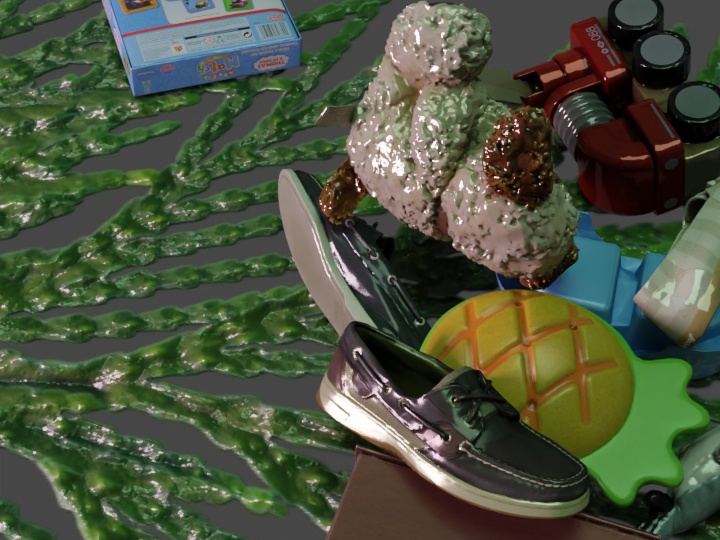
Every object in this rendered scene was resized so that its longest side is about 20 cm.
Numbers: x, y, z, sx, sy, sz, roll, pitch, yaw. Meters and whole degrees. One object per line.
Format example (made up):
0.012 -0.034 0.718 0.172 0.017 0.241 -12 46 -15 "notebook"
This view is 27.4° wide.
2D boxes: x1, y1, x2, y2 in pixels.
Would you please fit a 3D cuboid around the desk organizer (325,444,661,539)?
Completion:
0.079 0.187 0.928 0.199 0.072 0.077 16 52 11 "desk organizer"

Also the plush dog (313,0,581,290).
0.076 -0.062 1.022 0.172 0.200 0.161 37 78 32 "plush dog"

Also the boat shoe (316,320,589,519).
0.056 0.092 0.926 0.199 0.065 0.073 23 25 29 "boat shoe"

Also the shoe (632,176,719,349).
0.253 -0.031 1.061 0.053 0.070 0.200 28 54 9 "shoe"

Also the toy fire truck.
0.175 -0.127 1.186 0.199 0.129 0.177 -20 52 -4 "toy fire truck"

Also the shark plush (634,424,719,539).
0.257 0.144 0.980 0.199 0.091 0.084 -25 85 -29 "shark plush"

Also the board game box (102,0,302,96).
-0.152 -0.244 1.316 0.150 0.037 0.201 -12 51 -14 "board game box"

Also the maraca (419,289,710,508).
0.132 0.083 0.994 0.199 0.107 0.138 22 66 20 "maraca"

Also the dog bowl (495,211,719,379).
0.195 0.021 1.093 0.199 0.050 0.112 13 49 7 "dog bowl"

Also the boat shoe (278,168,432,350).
0.000 -0.001 1.087 0.066 0.075 0.200 -17 52 -20 "boat shoe"
